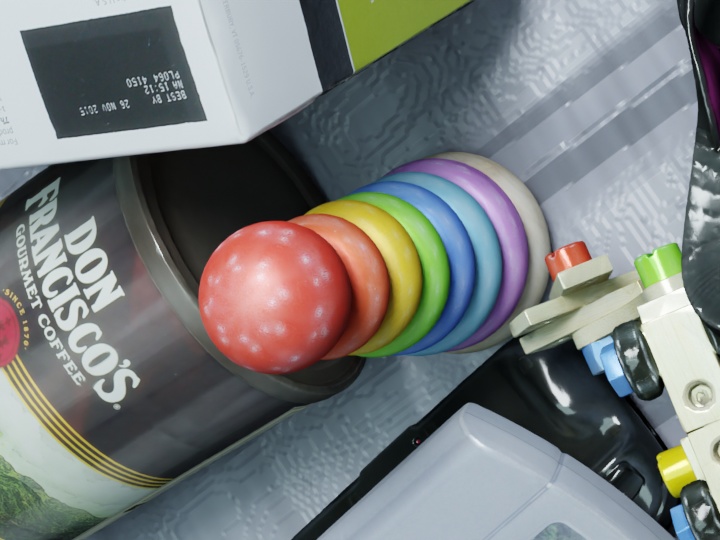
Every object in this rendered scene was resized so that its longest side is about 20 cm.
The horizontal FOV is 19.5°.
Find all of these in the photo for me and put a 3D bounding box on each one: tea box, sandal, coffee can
[{"bbox_3d":[-0.085,-0.132,0.802,0.200,0.197,0.134,-4,110,34],"label":"tea box"},{"bbox_3d":[0.143,-0.073,0.724,0.075,0.048,0.201,-7,65,21],"label":"sandal"},{"bbox_3d":[-0.118,0.032,0.899,0.200,0.146,0.146,-32,81,26],"label":"coffee can"}]

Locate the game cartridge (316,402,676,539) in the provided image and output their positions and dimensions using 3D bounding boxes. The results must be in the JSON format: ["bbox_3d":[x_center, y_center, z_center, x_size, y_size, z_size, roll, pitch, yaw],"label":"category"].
[{"bbox_3d":[0.080,0.154,0.844,0.200,0.041,0.133,44,109,-3],"label":"game cartridge"}]

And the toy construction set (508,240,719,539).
[{"bbox_3d":[0.137,0.063,0.784,0.092,0.131,0.200,-40,77,13],"label":"toy construction set"}]

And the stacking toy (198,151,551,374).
[{"bbox_3d":[0.000,0.000,0.806,0.085,0.200,0.085,3,96,27],"label":"stacking toy"}]

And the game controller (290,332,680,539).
[{"bbox_3d":[0.042,0.116,0.894,0.200,0.042,0.104,-44,61,23],"label":"game controller"}]
